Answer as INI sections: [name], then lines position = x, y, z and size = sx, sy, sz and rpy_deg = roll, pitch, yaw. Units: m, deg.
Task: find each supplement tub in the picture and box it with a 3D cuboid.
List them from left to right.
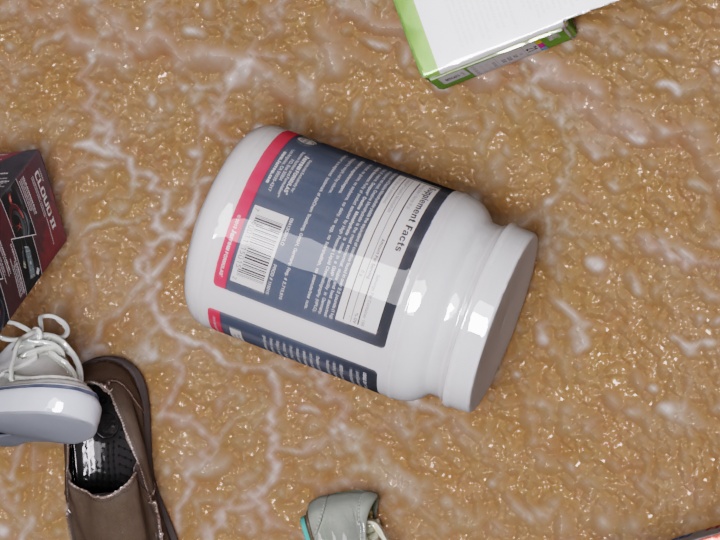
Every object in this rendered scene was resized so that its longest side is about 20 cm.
[supplement tub]
position = 0.000, 0.000, 1.591
size = 0.200, 0.140, 0.140
rpy_deg = 21, 93, 11

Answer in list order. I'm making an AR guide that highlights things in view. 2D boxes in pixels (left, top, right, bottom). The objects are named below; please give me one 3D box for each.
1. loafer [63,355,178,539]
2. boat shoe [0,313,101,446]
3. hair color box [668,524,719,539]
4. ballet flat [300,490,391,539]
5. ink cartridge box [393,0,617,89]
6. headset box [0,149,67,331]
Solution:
[loafer]
position = -0.171, 0.158, 1.657
size = 0.073, 0.071, 0.200
rpy_deg = -13, 87, 11
[boat shoe]
position = -0.218, 0.067, 1.624
size = 0.075, 0.202, 0.086
rpy_deg = 17, 77, -22
[hair color box]
position = 0.153, 0.217, 1.572
size = 0.200, 0.111, 0.064
rpy_deg = -19, 85, 10
[ballet flat]
position = 0.013, 0.242, 1.623
size = 0.064, 0.067, 0.200
rpy_deg = -15, 86, 3
[ink cartridge box]
position = 0.114, -0.222, 1.607
size = 0.200, 0.076, 0.148
rpy_deg = -20, 85, 9
[headset box]
position = -0.293, -0.009, 1.626
size = 0.149, 0.200, 0.075
rpy_deg = -6, 116, 17
